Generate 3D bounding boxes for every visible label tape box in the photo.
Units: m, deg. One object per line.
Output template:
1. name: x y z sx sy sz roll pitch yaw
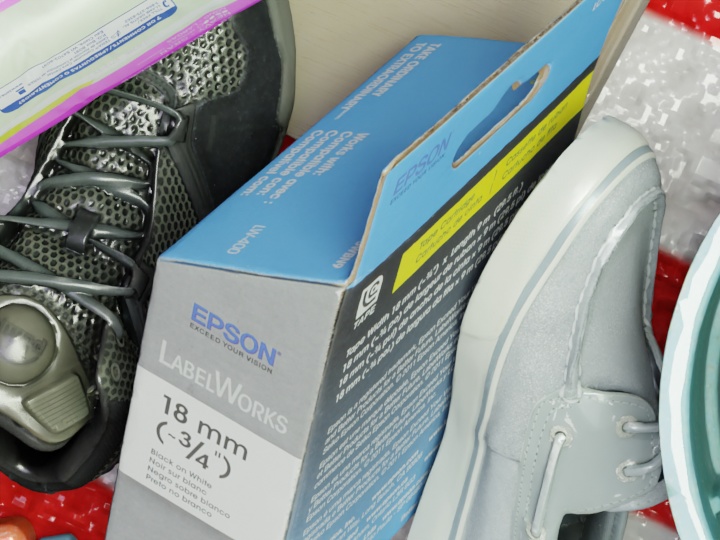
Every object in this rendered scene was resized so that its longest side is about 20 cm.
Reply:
1. label tape box: 0.000 0.000 0.866 0.063 0.144 0.200 29 133 17

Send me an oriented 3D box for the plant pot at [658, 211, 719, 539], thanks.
1. plant pot: 0.188 0.030 0.872 0.199 0.196 0.201 1 95 6

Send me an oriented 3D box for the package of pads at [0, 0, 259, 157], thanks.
1. package of pads: -0.116 -0.142 0.876 0.154 0.068 0.200 -30 74 4

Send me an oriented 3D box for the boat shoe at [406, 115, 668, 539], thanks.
1. boat shoe: 0.068 0.046 0.896 0.071 0.070 0.201 31 131 21

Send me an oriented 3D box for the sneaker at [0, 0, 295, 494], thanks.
1. sneaker: -0.077 -0.018 0.909 0.076 0.114 0.200 21 111 9

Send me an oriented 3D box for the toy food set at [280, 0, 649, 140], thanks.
1. toy food set: -0.002 -0.119 0.953 0.200 0.060 0.144 29 108 3

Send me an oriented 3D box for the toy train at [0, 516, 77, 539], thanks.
1. toy train: -0.060 0.135 0.972 0.199 0.056 0.151 -5 94 5
